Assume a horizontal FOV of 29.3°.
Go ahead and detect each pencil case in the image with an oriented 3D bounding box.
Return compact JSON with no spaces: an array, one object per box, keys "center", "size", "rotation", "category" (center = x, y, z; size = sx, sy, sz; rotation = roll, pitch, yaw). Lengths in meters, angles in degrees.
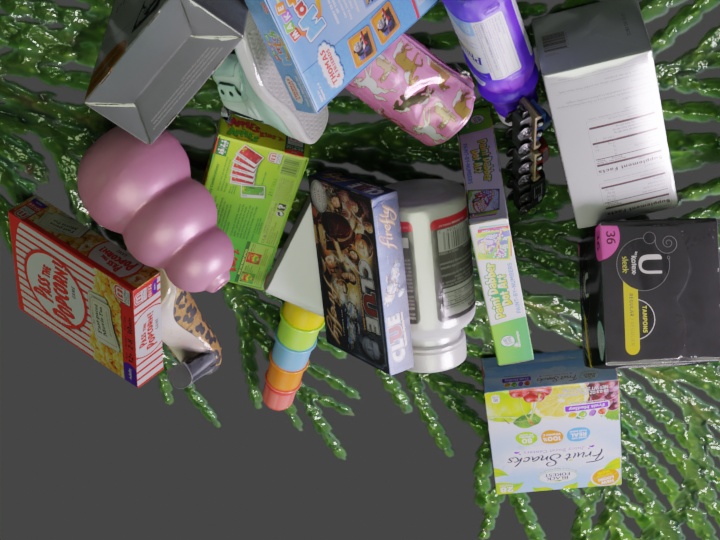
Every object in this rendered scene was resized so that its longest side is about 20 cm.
[{"center":[0.024,-0.212,1.405],"size":[0.200,0.087,0.083],"rotation":[32,167,-24],"category":"pencil case"}]

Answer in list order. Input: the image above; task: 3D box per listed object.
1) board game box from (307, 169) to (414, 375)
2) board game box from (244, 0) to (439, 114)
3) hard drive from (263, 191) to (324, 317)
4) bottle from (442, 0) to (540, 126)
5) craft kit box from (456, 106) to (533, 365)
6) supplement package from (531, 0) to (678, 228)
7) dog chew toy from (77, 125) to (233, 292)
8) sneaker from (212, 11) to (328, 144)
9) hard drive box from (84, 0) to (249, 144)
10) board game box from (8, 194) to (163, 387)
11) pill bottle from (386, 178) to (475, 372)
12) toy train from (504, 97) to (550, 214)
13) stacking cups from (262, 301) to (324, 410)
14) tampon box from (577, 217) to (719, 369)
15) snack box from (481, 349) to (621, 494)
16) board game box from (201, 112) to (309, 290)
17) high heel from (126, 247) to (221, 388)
[{"center":[0.000,0.000,1.504],"size":[0.034,0.135,0.201],"rotation":[-17,111,-28],"category":"board game box"},{"center":[-0.015,-0.267,1.290],"size":[0.036,0.200,0.152],"rotation":[14,141,44],"category":"board game box"},{"center":[0.005,0.003,1.594],"size":[0.199,0.027,0.132],"rotation":[24,101,-19],"category":"hard drive"},{"center":[0.135,-0.226,1.385],"size":[0.065,0.084,0.200],"rotation":[-30,140,0],"category":"bottle"},{"center":[0.142,-0.038,1.475],"size":[0.048,0.198,0.201],"rotation":[-8,131,9],"category":"craft kit box"},{"center":[0.253,-0.161,1.420],"size":[0.109,0.114,0.201],"rotation":[-12,129,10],"category":"supplement package"},{"center":[-0.211,-0.061,1.477],"size":[0.200,0.124,0.124],"rotation":[50,121,4],"category":"dog chew toy"},{"center":[-0.117,-0.204,1.382],"size":[0.118,0.074,0.201],"rotation":[19,158,27],"category":"sneaker"},{"center":[-0.175,-0.243,1.304],"size":[0.077,0.200,0.156],"rotation":[32,124,-24],"category":"hard drive box"},{"center":[-0.312,0.023,1.570],"size":[0.200,0.046,0.152],"rotation":[29,136,25],"category":"board game box"},{"center":[0.071,0.007,1.536],"size":[0.110,0.111,0.201],"rotation":[-4,110,5],"category":"pill bottle"},{"center":[0.180,-0.121,1.468],"size":[0.046,0.034,0.200],"rotation":[-31,154,-8],"category":"toy train"},{"center":[-0.081,0.092,1.695],"size":[0.060,0.061,0.200],"rotation":[11,135,-8],"category":"stacking cups"},{"center":[0.312,0.030,1.502],"size":[0.126,0.151,0.200],"rotation":[-2,174,3],"category":"tampon box"},{"center":[0.246,0.195,1.761],"size":[0.168,0.068,0.201],"rotation":[-6,132,6],"category":"snack box"},{"center":[-0.131,-0.075,1.549],"size":[0.101,0.048,0.201],"rotation":[14,130,-10],"category":"board game box"},{"center":[-0.225,0.037,1.655],"size":[0.071,0.143,0.201],"rotation":[-17,94,12],"category":"high heel"}]
